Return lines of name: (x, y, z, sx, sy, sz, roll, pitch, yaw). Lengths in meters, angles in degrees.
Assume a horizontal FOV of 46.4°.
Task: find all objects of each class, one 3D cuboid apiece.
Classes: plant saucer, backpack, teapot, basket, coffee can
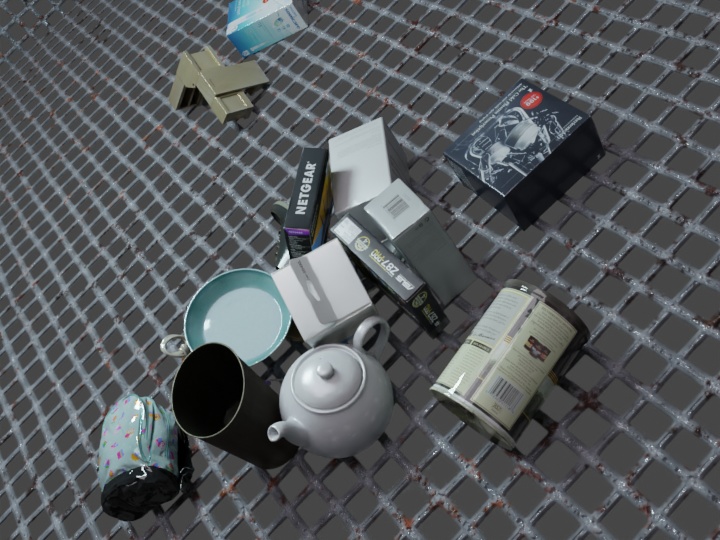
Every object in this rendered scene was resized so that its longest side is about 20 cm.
plant saucer: (-0.215, 0.091, 1.507, 0.199, 0.036, 0.201, -5, 61, 8)
backpack: (-0.388, 0.321, 1.494, 0.166, 0.127, 0.201, -27, 43, 18)
teapot: (-0.041, 0.185, 1.321, 0.196, 0.146, 0.201, -9, 52, 4)
basket: (-0.191, 0.236, 1.372, 0.136, 0.200, 0.181, -38, 44, 5)
coffee can: (0.215, 0.135, 1.215, 0.146, 0.146, 0.200, 28, 75, 43)

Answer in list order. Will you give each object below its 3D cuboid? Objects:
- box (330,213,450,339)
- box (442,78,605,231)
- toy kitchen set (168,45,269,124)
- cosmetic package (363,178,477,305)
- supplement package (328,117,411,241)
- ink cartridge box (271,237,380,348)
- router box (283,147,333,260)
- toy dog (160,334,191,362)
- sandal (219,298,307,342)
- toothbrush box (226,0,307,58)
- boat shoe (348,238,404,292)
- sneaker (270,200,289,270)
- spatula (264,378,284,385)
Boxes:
box: (0.050, 0.010, 1.385, 0.049, 0.161, 0.200, -45, 58, -3)
box: (0.282, -0.204, 1.458, 0.200, 0.104, 0.182, -44, 46, -2)
toy kitchen set: (-0.339, -0.427, 2.083, 0.163, 0.181, 0.200, -25, 73, -36)
cosmetic package: (0.102, -0.044, 1.391, 0.081, 0.200, 0.113, -39, 42, 0)
supplement package: (0.022, -0.164, 1.590, 0.121, 0.120, 0.201, -20, 48, 18)
ink cartridge box: (-0.053, 0.046, 1.391, 0.125, 0.200, 0.129, -29, 76, -1)
router box: (-0.091, -0.100, 1.523, 0.051, 0.149, 0.201, 4, 53, 7)
toy dog: (-0.279, 0.152, 1.566, 0.132, 0.096, 0.200, 39, 46, 8)
sandal: (-0.160, 0.095, 1.549, 0.199, 0.054, 0.081, 5, 58, 12)
toothbrush box: (-0.239, -0.659, 2.168, 0.199, 0.085, 0.147, -19, 49, 19)
boat shoe: (0.000, 0.000, 1.522, 0.200, 0.062, 0.073, -39, 44, 2)
sneaker: (-0.146, -0.058, 1.653, 0.106, 0.075, 0.200, -43, 46, -6)
spatula: (-0.125, 0.183, 1.487, 0.200, 0.057, 0.021, -32, 79, -1)
